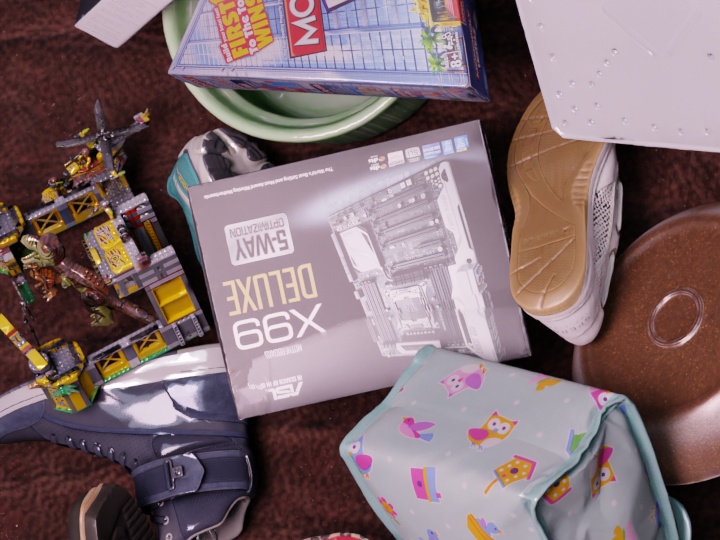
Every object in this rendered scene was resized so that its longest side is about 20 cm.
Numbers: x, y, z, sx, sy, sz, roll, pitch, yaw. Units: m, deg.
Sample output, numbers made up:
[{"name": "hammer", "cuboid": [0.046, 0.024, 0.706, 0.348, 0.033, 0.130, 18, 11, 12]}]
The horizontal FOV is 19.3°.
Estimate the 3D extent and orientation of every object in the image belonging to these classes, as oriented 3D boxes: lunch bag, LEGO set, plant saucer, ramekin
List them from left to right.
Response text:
[{"name": "LEGO set", "cuboid": [-0.195, -0.016, 1.448, 0.153, 0.116, 0.200, -19, 55, -1]}, {"name": "ramekin", "cuboid": [-0.027, -0.181, 1.455, 0.199, 0.098, 0.201, -2, 85, 17]}, {"name": "lunch bag", "cuboid": [0.108, 0.159, 1.326, 0.170, 0.200, 0.122, 12, 51, 44]}, {"name": "plant saucer", "cuboid": [0.208, 0.036, 1.340, 0.200, 0.037, 0.201, -26, 48, 32]}]

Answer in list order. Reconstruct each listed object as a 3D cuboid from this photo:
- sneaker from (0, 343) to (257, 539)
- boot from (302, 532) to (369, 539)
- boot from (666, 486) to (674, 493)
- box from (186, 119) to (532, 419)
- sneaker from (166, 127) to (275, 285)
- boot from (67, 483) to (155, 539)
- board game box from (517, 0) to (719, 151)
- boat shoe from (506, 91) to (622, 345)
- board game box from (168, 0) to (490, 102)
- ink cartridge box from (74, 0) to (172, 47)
[{"name": "sneaker", "cuboid": [-0.168, 0.140, 1.483, 0.201, 0.077, 0.147, -11, 79, 15]}, {"name": "boot", "cuboid": [-0.036, 0.247, 1.387, 0.199, 0.151, 0.073, -23, 51, 15]}, {"name": "boot", "cuboid": [0.209, 0.071, 1.377, 0.075, 0.074, 0.200, 44, 102, 22]}, {"name": "box", "cuboid": [0.000, 0.000, 1.392, 0.199, 0.050, 0.158, -12, 90, 5]}, {"name": "sneaker", "cuboid": [-0.068, -0.003, 1.477, 0.080, 0.077, 0.201, -36, 81, 46]}, {"name": "boot", "cuboid": [-0.209, 0.226, 1.449, 0.138, 0.078, 0.201, 8, 124, 22]}, {"name": "board game box", "cuboid": [0.179, -0.166, 1.273, 0.199, 0.026, 0.201, 8, 128, 41]}, {"name": "boat shoe", "cuboid": [0.139, -0.040, 1.393, 0.071, 0.069, 0.201, -10, 51, 29]}, {"name": "board game box", "cuboid": [-0.030, -0.192, 1.373, 0.199, 0.062, 0.201, -10, 82, 15]}, {"name": "ink cartridge box", "cuboid": [-0.119, -0.269, 1.405, 0.043, 0.200, 0.199, 20, 70, -24]}]
